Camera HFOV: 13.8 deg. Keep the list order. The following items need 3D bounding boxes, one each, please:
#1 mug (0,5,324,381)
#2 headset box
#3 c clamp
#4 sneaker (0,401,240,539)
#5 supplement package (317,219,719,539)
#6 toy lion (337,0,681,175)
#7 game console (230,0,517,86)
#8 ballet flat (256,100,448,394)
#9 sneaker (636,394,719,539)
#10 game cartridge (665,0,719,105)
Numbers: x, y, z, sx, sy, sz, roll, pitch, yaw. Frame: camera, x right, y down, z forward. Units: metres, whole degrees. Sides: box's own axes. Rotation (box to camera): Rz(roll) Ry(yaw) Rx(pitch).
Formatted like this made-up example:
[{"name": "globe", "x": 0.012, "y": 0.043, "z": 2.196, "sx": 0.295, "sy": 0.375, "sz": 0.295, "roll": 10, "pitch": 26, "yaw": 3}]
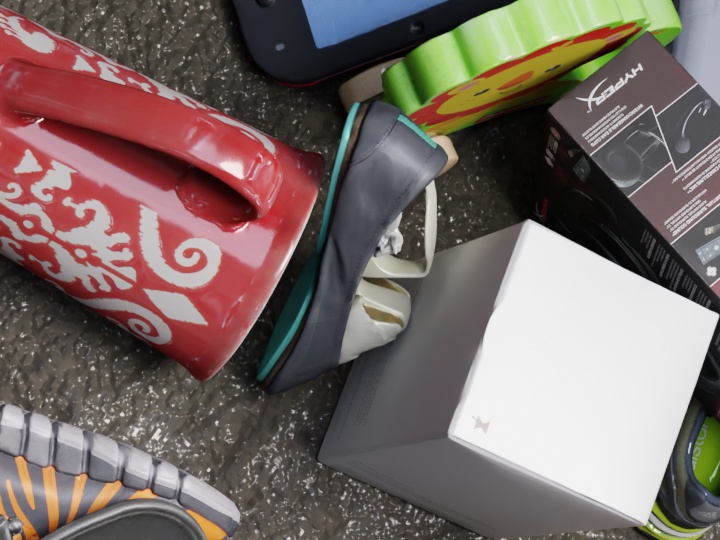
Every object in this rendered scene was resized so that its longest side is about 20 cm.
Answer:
[{"name": "mug", "x": -0.126, "y": -0.061, "z": 1.530, "sx": 0.199, "sy": 0.178, "sz": 0.134, "roll": 29, "pitch": 41, "yaw": -10}, {"name": "headset box", "x": 0.184, "y": -0.008, "z": 1.579, "sx": 0.077, "sy": 0.149, "sz": 0.200, "roll": -37, "pitch": 76, "yaw": -13}, {"name": "c clamp", "x": -0.146, "y": 0.198, "z": 1.524, "sx": 0.170, "sy": 0.027, "sz": 0.201, "roll": -27, "pitch": 119, "yaw": -18}, {"name": "sneaker", "x": -0.168, "y": 0.133, "z": 1.541, "sx": 0.199, "sy": 0.078, "sz": 0.113, "roll": 20, "pitch": 85, "yaw": -12}, {"name": "supplement package", "x": 0.080, "y": 0.063, "z": 1.566, "sx": 0.119, "sy": 0.200, "sz": 0.122, "roll": 25, "pitch": 76, "yaw": -15}, {"name": "toy lion", "x": 0.091, "y": -0.114, "z": 1.582, "sx": 0.199, "sy": 0.192, "sz": 0.069, "roll": -19, "pitch": 82, "yaw": -32}, {"name": "game console", "x": 0.010, "y": -0.207, "z": 1.605, "sx": 0.199, "sy": 0.031, "sz": 0.178, "roll": -18, "pitch": 90, "yaw": 19}, {"name": "ballet flat", "x": 0.000, "y": 0.000, "z": 1.554, "sx": 0.073, "sy": 0.201, "sz": 0.073, "roll": 12, "pitch": 40, "yaw": -10}, {"name": "sneaker", "x": 0.213, "y": 0.058, "z": 1.679, "sx": 0.074, "sy": 0.081, "sz": 0.201, "roll": 18, "pitch": 77, "yaw": -17}, {"name": "game cartridge", "x": 0.263, "y": -0.083, "z": 1.718, "sx": 0.199, "sy": 0.041, "sz": 0.134, "roll": 23, "pitch": 58, "yaw": -16}]
